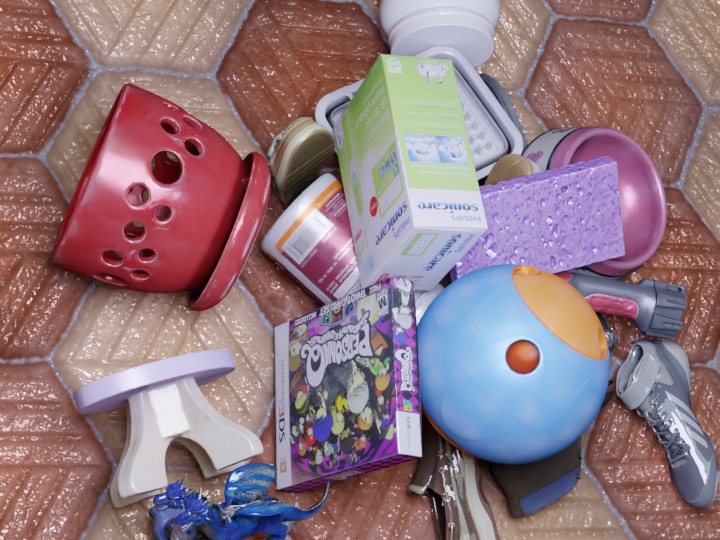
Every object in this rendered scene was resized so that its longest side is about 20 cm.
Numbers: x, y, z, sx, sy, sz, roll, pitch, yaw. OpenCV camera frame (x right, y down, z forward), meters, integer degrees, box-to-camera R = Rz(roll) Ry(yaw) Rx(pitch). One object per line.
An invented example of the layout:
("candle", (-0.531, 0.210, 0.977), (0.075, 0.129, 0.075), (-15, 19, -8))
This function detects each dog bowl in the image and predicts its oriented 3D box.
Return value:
("dog bowl", (0.273, -0.077, 1.622), (0.200, 0.074, 0.201), (8, 75, -32))

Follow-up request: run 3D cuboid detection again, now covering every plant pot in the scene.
("plant pot", (-0.198, -0.069, 1.437), (0.182, 0.200, 0.201), (21, 65, -13))

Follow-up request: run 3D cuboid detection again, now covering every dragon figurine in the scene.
("dragon figurine", (-0.100, 0.224, 1.331), (0.200, 0.100, 0.059), (-9, 48, -27))

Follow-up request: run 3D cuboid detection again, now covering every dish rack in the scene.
("dish rack", (0.064, -0.150, 1.574), (0.200, 0.044, 0.172), (-27, 71, -19))

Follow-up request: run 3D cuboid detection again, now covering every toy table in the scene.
("toy table", (-0.185, 0.153, 1.378), (0.200, 0.184, 0.117), (-9, 76, -50))

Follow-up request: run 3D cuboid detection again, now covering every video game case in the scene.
("video game case", (-0.017, 0.120, 1.424), (0.036, 0.200, 0.182), (14, 65, -37))

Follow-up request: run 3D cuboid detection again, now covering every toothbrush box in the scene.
("toothbrush box", (0.047, -0.098, 1.434), (0.086, 0.146, 0.200), (0, 65, -23))

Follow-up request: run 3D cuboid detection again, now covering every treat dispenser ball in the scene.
("treat dispenser ball", (0.150, 0.094, 1.408), (0.200, 0.201, 0.201), (6, 69, -15))

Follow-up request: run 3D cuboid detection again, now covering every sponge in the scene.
("sponge", (0.188, -0.048, 1.506), (0.200, 0.030, 0.112), (-14, 114, -14))

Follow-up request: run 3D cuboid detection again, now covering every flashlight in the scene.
("flashlight", (0.263, 0.038, 1.571), (0.200, 0.068, 0.068), (12, 46, -8))

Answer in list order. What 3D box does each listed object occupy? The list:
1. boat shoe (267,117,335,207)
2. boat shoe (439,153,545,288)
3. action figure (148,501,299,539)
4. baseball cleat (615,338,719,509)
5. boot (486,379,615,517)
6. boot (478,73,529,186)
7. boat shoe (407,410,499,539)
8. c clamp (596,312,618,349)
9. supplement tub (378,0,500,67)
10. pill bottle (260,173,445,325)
("boat shoe", (-0.073, -0.124, 1.496), (0.073, 0.201, 0.063), (-38, 83, -8))
("boat shoe", (0.150, -0.033, 1.564), (0.069, 0.200, 0.074), (11, 27, -47))
("action figure", (-0.130, 0.319, 1.367), (0.193, 0.105, 0.200), (-11, 49, -16))
("baseball cleat", (0.340, 0.172, 1.581), (0.106, 0.070, 0.200), (8, 57, -29))
("boot", (0.216, 0.193, 1.553), (0.200, 0.075, 0.097), (-23, 103, -33))
("boot", (0.094, -0.131, 1.630), (0.200, 0.066, 0.165), (-21, 76, -19))
("boat shoe", (0.086, 0.220, 1.486), (0.075, 0.075, 0.203), (-13, 75, -15))
("c clamp", (0.217, 0.093, 1.566), (0.171, 0.027, 0.200), (34, 48, 21))
("supplement tub", (0.091, -0.348, 1.661), (0.144, 0.144, 0.200), (3, 69, -16))
("pill bottle", (0.000, 0.000, 1.518), (0.200, 0.114, 0.114), (43, 64, 2))
